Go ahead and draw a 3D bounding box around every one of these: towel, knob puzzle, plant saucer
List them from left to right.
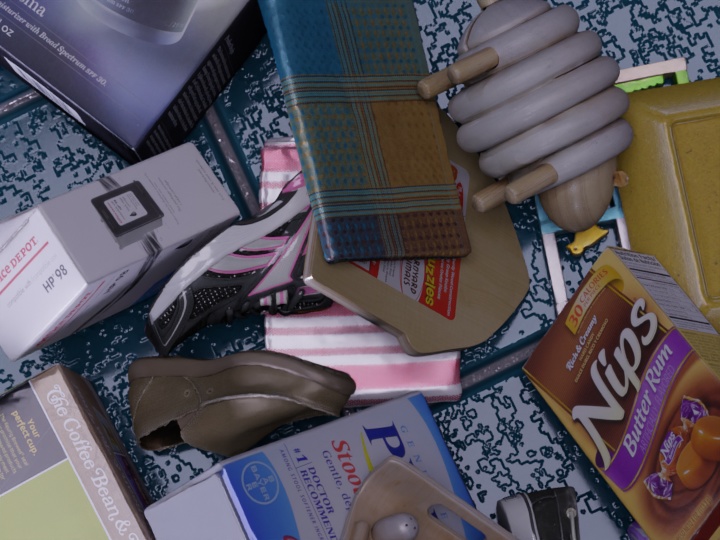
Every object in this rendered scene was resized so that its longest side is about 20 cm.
[{"bbox_3d":[0.000,0.000,1.709,0.145,0.030,0.202,-2,82,1],"label":"towel"},{"bbox_3d":[0.003,-0.103,1.618,0.022,0.146,0.202,-23,75,43],"label":"towel"},{"bbox_3d":[0.040,-0.026,1.656,0.030,0.219,0.221,-25,78,42],"label":"knob puzzle"},{"bbox_3d":[0.289,-0.048,1.673,0.198,0.048,0.202,-10,82,-8],"label":"plant saucer"}]

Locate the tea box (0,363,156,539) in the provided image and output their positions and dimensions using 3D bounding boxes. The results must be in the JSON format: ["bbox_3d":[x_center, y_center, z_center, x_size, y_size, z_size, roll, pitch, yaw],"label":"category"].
[{"bbox_3d":[-0.237,0.202,1.637,0.196,0.134,0.201,-28,82,0],"label":"tea box"}]

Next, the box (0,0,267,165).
[{"bbox_3d":[-0.173,-0.210,1.701,0.199,0.123,0.199,36,84,7],"label":"box"}]

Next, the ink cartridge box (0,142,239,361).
[{"bbox_3d":[-0.192,-0.007,1.622,0.199,0.116,0.067,-27,80,-46],"label":"ink cartridge box"}]

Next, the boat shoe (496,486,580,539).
[{"bbox_3d":[0.146,0.252,1.640,0.063,0.071,0.202,-11,86,-5],"label":"boat shoe"}]

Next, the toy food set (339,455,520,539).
[{"bbox_3d":[0.047,0.236,1.509,0.143,0.060,0.201,35,50,-20],"label":"toy food set"}]

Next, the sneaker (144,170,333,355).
[{"bbox_3d":[-0.060,0.001,1.655,0.200,0.080,0.087,-38,86,-5],"label":"sneaker"}]

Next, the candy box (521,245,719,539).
[{"bbox_3d":[0.204,0.092,1.602,0.117,0.056,0.200,-57,45,24],"label":"candy box"}]

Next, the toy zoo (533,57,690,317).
[{"bbox_3d":[0.193,-0.045,1.706,0.130,0.020,0.202,-12,81,1],"label":"toy zoo"}]

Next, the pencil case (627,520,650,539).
[{"bbox_3d":[0.282,0.157,1.640,0.200,0.086,0.084,-38,103,0],"label":"pencil case"}]

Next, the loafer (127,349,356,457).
[{"bbox_3d":[-0.085,0.096,1.640,0.199,0.076,0.068,-5,74,43],"label":"loafer"}]

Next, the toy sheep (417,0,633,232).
[{"bbox_3d":[0.120,-0.121,1.646,0.137,0.138,0.201,-24,97,-1],"label":"toy sheep"}]

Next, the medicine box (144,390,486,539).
[{"bbox_3d":[-0.015,0.202,1.591,0.199,0.103,0.183,-17,79,-43],"label":"medicine box"}]
